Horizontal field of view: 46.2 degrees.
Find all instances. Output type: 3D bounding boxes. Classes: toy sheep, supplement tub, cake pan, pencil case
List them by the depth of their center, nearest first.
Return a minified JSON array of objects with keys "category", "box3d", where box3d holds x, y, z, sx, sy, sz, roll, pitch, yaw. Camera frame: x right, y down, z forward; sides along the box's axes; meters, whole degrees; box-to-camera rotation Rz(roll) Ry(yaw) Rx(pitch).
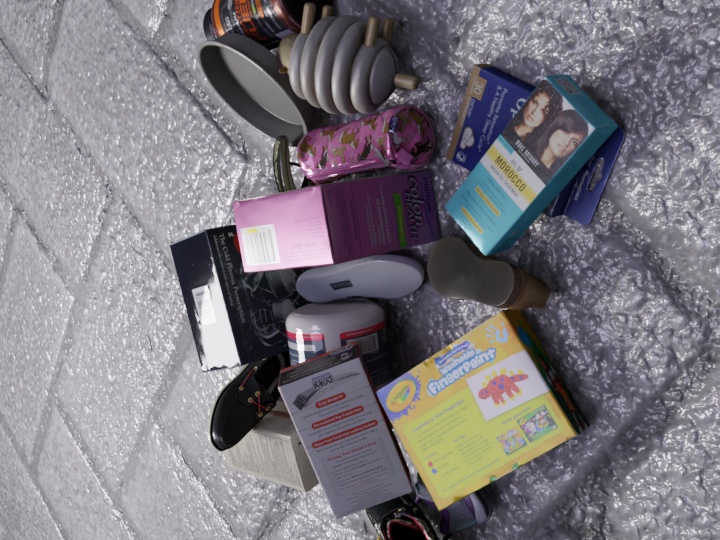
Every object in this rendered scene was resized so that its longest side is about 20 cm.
[{"category":"toy sheep","box3d":[-0.018,-0.266,1.085,0.200,0.138,0.138,19,114,24]},{"category":"pencil case","box3d":[0.003,-0.162,1.116,0.200,0.086,0.083,-3,95,48]},{"category":"supplement tub","box3d":[-0.027,0.148,1.187,0.140,0.140,0.201,2,101,45]},{"category":"supplement tub","box3d":[-0.139,-0.365,1.195,0.200,0.107,0.107,-5,97,46]},{"category":"cake pan","box3d":[-0.145,-0.259,1.202,0.200,0.037,0.200,35,163,12]}]

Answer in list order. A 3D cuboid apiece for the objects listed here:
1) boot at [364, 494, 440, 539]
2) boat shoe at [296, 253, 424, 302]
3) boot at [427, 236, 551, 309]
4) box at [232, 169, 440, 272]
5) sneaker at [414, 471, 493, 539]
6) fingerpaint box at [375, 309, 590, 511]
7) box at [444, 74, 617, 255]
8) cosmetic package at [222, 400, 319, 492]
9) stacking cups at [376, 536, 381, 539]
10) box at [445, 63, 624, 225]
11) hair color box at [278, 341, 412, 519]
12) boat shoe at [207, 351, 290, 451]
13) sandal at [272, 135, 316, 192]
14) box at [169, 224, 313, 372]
[{"category":"boot","box3d":[0.054,0.342,1.142,0.204,0.073,0.154,50,171,35]},{"category":"boat shoe","box3d":[0.000,0.000,1.176,0.200,0.057,0.069,-7,128,30]},{"category":"boot","box3d":[0.151,0.010,1.029,0.200,0.075,0.074,29,103,60]},{"category":"box","box3d":[-0.030,-0.064,1.094,0.176,0.200,0.097,-5,97,45]},{"category":"sneaker","box3d":[0.090,0.259,1.126,0.087,0.074,0.200,-35,72,11]},{"category":"fingerpaint box","box3d":[0.146,0.168,1.027,0.200,0.073,0.167,-37,73,23]},{"category":"box","box3d":[0.182,-0.112,0.930,0.082,0.049,0.200,53,131,21]},{"category":"cosmetic package","box3d":[-0.136,0.274,1.361,0.200,0.087,0.104,4,114,44]},{"category":"stacking cups","box3d":[0.106,0.437,1.186,0.200,0.060,0.061,27,119,37]},{"category":"box","box3d":[0.194,-0.145,0.969,0.200,0.032,0.121,35,123,33]},{"category":"hair color box","box3d":[-0.018,0.207,1.093,0.064,0.111,0.200,-101,-9,-74]},{"category":"boat shoe","box3d":[-0.167,0.194,1.313,0.063,0.202,0.074,-9,125,40]},{"category":"sandal","box3d":[-0.081,-0.105,1.242,0.080,0.057,0.201,-142,30,-70]},{"category":"box","box3d":[-0.161,0.030,1.264,0.104,0.182,0.201,-15,90,45]}]
